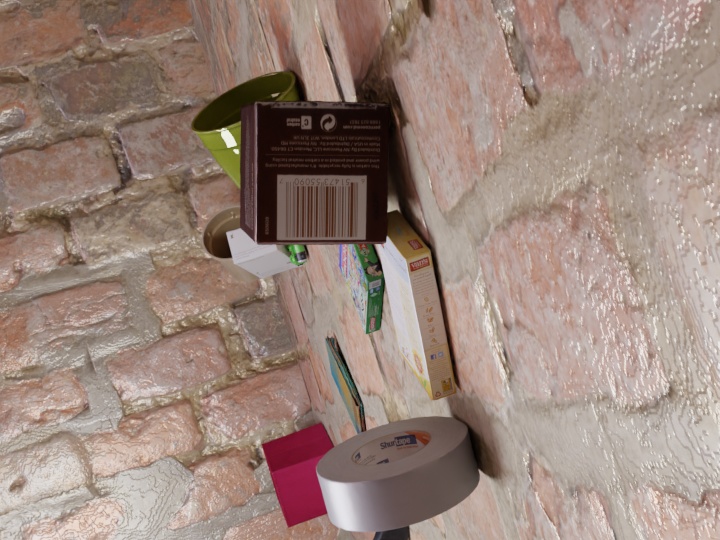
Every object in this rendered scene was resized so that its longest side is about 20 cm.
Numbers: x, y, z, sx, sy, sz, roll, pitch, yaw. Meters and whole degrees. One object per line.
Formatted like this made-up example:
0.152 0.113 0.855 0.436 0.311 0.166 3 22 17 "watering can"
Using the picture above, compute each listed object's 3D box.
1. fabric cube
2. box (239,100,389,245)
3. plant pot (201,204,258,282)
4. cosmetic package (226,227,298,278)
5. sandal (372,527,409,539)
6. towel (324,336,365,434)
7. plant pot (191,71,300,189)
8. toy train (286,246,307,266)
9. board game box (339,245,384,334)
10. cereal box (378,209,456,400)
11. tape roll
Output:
-0.165 0.608 3.258 0.200 0.196 0.199 -130 23 -67 "fabric cube"
-0.062 -0.123 1.352 0.200 0.163 0.167 -149 58 -76 "box"
-0.366 -0.067 3.364 0.184 0.198 0.202 65 180 -54 "plant pot"
-0.217 -0.049 2.493 0.200 0.111 0.082 29 -136 -73 "cosmetic package"
0.058 0.494 2.143 0.202 0.075 0.043 96 155 -43 "sandal"
-0.029 0.259 2.389 0.148 0.021 0.201 82 165 -49 "towel"
-0.165 -0.212 1.910 0.195 0.198 0.201 64 176 -27 "plant pot"
-0.157 -0.107 2.441 0.056 0.041 0.203 -4 104 69 "toy train"
0.000 0.000 1.727 0.201 0.029 0.136 92 158 -63 "board game box"
0.067 0.041 1.367 0.144 0.039 0.203 -123 20 -62 "cereal box"
0.046 0.251 1.365 0.200 0.197 0.067 -151 44 -77 "tape roll"
